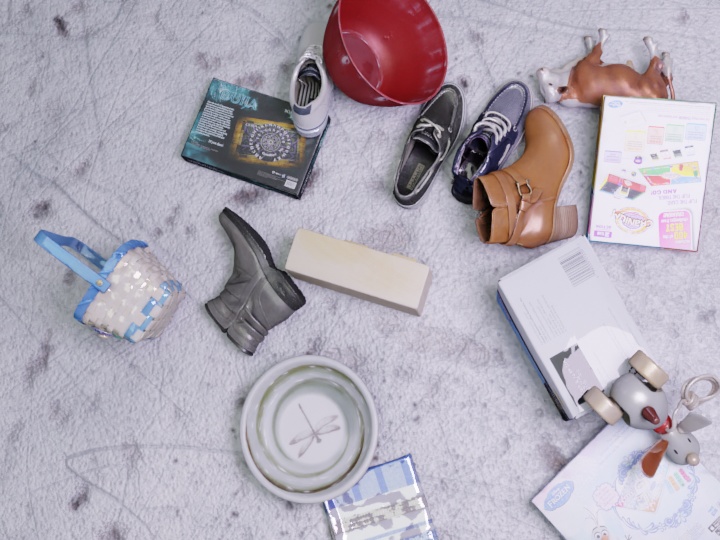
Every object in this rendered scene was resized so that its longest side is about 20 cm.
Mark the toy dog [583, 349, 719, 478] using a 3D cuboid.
[{"bbox_3d":[0.366,0.184,1.089,0.198,0.097,0.133,19,111,-24],"label":"toy dog"}]

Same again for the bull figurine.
[{"bbox_3d":[0.354,-0.278,1.296,0.197,0.065,0.123,17,83,11],"label":"bull figurine"}]

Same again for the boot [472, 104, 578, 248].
[{"bbox_3d":[0.217,-0.130,1.254,0.153,0.076,0.203,-5,89,-27],"label":"boot"}]

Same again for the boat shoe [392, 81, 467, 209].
[{"bbox_3d":[0.103,-0.187,1.316,0.070,0.064,0.202,20,82,12],"label":"boat shoe"}]

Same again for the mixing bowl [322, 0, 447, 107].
[{"bbox_3d":[0.018,-0.318,1.310,0.108,0.198,0.203,-20,64,50],"label":"mixing bowl"}]

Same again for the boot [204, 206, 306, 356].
[{"bbox_3d":[-0.182,0.015,1.321,0.130,0.068,0.201,-39,75,5],"label":"boot"}]

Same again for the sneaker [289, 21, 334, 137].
[{"bbox_3d":[-0.066,-0.299,1.344,0.072,0.071,0.203,0,64,3],"label":"sneaker"}]

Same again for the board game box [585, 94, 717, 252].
[{"bbox_3d":[0.397,-0.134,1.243,0.151,0.040,0.203,7,98,9],"label":"board game box"}]

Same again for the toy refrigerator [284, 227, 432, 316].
[{"bbox_3d":[0.000,0.000,1.289,0.197,0.076,0.071,17,81,12],"label":"toy refrigerator"}]

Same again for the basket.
[{"bbox_3d":[-0.359,0.012,1.288,0.199,0.176,0.140,40,90,2],"label":"basket"}]

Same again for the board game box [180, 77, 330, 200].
[{"bbox_3d":[-0.159,-0.202,1.375,0.197,0.028,0.137,20,80,11],"label":"board game box"}]

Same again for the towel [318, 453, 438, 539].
[{"bbox_3d":[0.032,0.370,1.237,0.145,0.024,0.203,-18,77,4],"label":"towel"}]

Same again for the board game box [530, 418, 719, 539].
[{"bbox_3d":[0.363,0.309,1.190,0.200,0.043,0.199,-43,77,-2],"label":"board game box"}]

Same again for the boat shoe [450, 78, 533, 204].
[{"bbox_3d":[0.191,-0.195,1.289,0.074,0.093,0.202,24,83,12],"label":"boat shoe"}]

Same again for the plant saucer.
[{"bbox_3d":[-0.070,0.222,1.268,0.197,0.050,0.204,-1,79,7],"label":"plant saucer"}]

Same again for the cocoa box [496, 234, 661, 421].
[{"bbox_3d":[0.283,0.081,1.201,0.132,0.131,0.202,-28,76,1],"label":"cocoa box"}]
